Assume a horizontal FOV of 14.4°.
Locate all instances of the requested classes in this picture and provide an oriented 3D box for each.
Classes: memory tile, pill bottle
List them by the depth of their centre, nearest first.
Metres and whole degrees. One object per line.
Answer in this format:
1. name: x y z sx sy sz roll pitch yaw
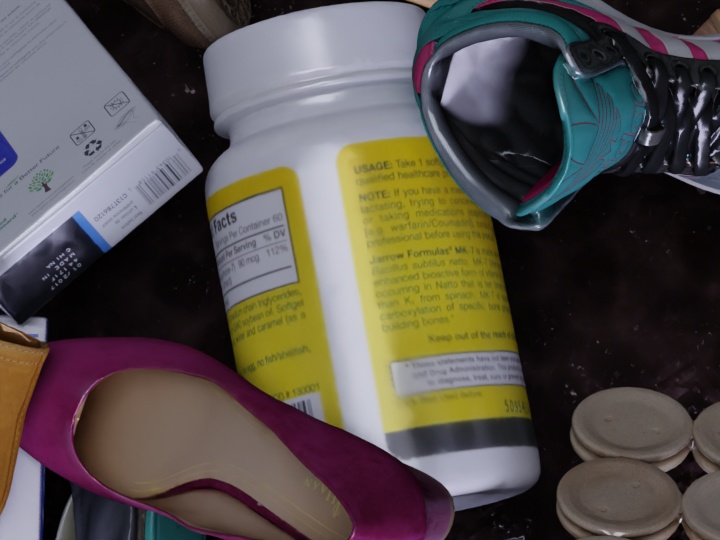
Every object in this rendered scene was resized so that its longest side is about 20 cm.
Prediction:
1. memory tile: 0.175 0.100 1.116 0.199 0.153 0.017 5 124 7
2. pill bottle: 0.000 0.000 1.155 0.114 0.114 0.201 -11 81 5

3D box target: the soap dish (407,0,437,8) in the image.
1. soap dish: 0.043 -0.206 1.195 0.157 0.081 0.201 19 85 9

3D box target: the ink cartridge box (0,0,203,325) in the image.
1. ink cartridge box: -0.148 -0.067 1.189 0.099 0.039 0.200 -40 42 1

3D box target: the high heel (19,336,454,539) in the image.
1. high heel: -0.066 0.064 1.061 0.199 0.096 0.068 12 91 20

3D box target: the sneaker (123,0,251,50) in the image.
1. sneaker: -0.125 -0.161 1.226 0.076 0.070 0.200 -40 75 18

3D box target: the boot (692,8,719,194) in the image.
1. boot: 0.224 -0.047 1.157 0.155 0.077 0.200 -37 67 5

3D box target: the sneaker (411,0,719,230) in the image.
1. sneaker: 0.106 -0.057 1.075 0.199 0.121 0.084 15 116 15

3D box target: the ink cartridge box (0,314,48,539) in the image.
1. ink cartridge box: -0.151 0.122 1.163 0.044 0.094 0.201 2 83 -7

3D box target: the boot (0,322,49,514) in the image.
1. boot: -0.228 0.054 1.076 0.201 0.071 0.144 16 98 -14

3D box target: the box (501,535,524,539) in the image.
1. box: 0.005 0.211 1.059 0.160 0.044 0.201 -9 68 -7

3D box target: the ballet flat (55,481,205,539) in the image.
1. ballet flat: -0.097 0.152 1.176 0.073 0.073 0.201 0 88 7
